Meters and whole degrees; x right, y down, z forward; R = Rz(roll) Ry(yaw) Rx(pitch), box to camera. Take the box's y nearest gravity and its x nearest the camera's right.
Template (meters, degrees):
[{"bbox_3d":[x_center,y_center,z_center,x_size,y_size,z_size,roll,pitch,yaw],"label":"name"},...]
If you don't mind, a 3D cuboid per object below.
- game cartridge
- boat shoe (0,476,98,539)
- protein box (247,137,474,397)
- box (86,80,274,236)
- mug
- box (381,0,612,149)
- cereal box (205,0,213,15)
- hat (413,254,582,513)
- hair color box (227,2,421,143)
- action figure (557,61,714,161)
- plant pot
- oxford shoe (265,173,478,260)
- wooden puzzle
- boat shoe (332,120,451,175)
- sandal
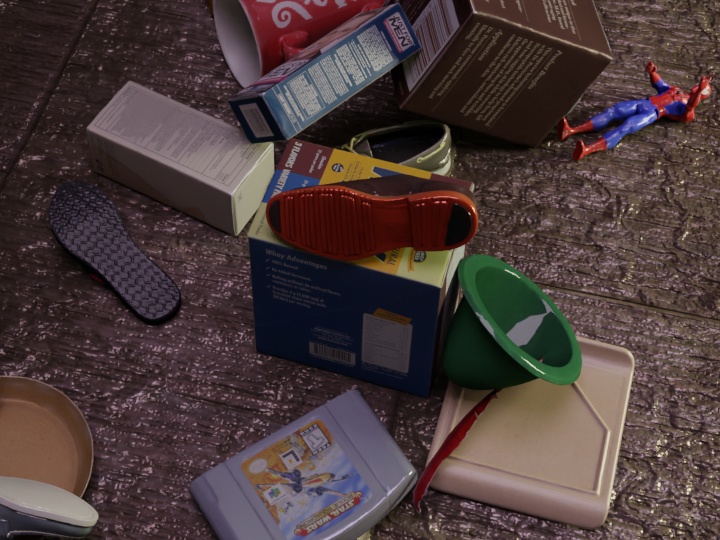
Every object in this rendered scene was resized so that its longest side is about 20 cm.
[{"bbox_3d":[-0.051,0.214,1.321,0.199,0.042,0.133,-29,54,-17],"label":"game cartridge"},{"bbox_3d":[-0.348,0.231,1.273,0.198,0.073,0.062,12,97,-1],"label":"boat shoe"},{"bbox_3d":[0.000,0.000,1.383,0.197,0.201,0.136,14,54,9],"label":"protein box"},{"bbox_3d":[-0.204,-0.130,1.548,0.199,0.078,0.095,26,56,16],"label":"box"},{"bbox_3d":[-0.054,-0.296,1.652,0.199,0.134,0.178,-22,64,-22],"label":"mug"},{"bbox_3d":[0.152,-0.273,1.566,0.199,0.166,0.165,13,48,-29],"label":"box"},{"bbox_3d":[-0.121,-0.416,1.783,0.199,0.040,0.145,-15,56,-12],"label":"cereal box"},{"bbox_3d":[0.105,0.103,1.375,0.166,0.176,0.200,50,26,13],"label":"hat"},{"bbox_3d":[-0.040,-0.218,1.497,0.200,0.061,0.100,-37,19,-22],"label":"hair color box"},{"bbox_3d":[0.340,-0.205,1.610,0.199,0.099,0.065,-19,57,-18],"label":"action figure"},{"bbox_3d":[-0.363,0.196,1.338,0.198,0.028,0.201,1,54,-1],"label":"plant pot"},{"bbox_3d":[0.011,-0.055,1.270,0.198,0.072,0.073,3,26,5],"label":"oxford shoe"},{"bbox_3d":[0.175,0.153,1.382,0.184,0.037,0.201,13,59,9],"label":"wooden puzzle"},{"bbox_3d":[0.010,-0.130,1.565,0.200,0.060,0.072,-13,55,-11],"label":"boat shoe"},{"bbox_3d":[-0.275,-0.014,1.491,0.075,0.045,0.200,-38,77,-19],"label":"sandal"}]
